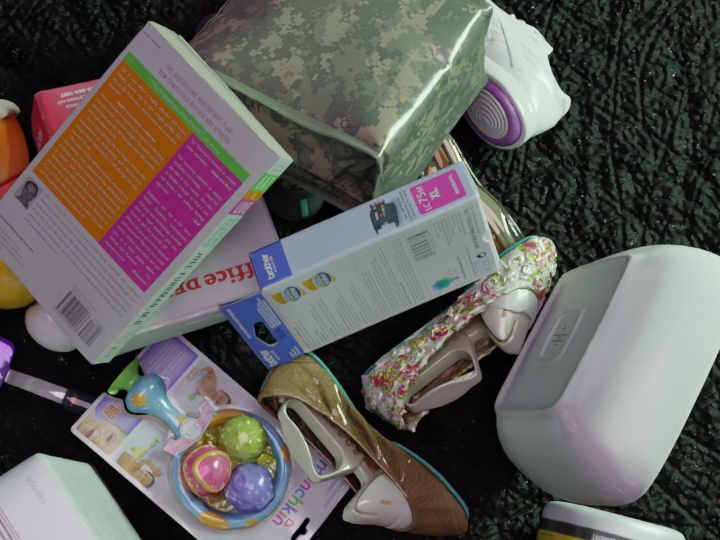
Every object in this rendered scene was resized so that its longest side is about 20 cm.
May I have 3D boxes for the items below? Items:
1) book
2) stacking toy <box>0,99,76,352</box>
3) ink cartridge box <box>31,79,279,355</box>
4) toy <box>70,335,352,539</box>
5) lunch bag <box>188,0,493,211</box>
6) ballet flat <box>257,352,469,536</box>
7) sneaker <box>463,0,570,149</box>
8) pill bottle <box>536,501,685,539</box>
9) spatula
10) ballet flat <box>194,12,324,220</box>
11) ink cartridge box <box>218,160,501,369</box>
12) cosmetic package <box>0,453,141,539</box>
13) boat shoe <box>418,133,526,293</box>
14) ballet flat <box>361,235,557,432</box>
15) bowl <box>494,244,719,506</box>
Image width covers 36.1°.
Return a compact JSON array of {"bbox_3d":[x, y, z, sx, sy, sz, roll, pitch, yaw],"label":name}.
[{"bbox_3d":[-0.160,-0.051,0.769,0.200,0.048,0.134,-45,79,12],"label":"book"},{"bbox_3d":[-0.284,-0.020,0.871,0.146,0.146,0.200,-35,102,-9],"label":"stacking toy"},{"bbox_3d":[-0.158,-0.050,0.870,0.144,0.084,0.201,-17,80,-23],"label":"ink cartridge box"},{"bbox_3d":[-0.113,0.141,0.859,0.200,0.047,0.115,38,67,5],"label":"toy"},{"bbox_3d":[-0.027,-0.153,0.837,0.200,0.118,0.164,29,67,16],"label":"lunch bag"},{"bbox_3d":[-0.006,0.149,0.858,0.200,0.068,0.072,46,48,5],"label":"ballet flat"},{"bbox_3d":[0.103,-0.195,0.950,0.099,0.075,0.200,-24,76,-33],"label":"sneaker"},{"bbox_3d":[0.172,0.284,0.828,0.111,0.111,0.201,14,79,-1],"label":"pill bottle"},{"bbox_3d":[-0.250,0.097,0.884,0.199,0.021,0.057,21,77,0],"label":"spatula"},{"bbox_3d":[-0.083,-0.137,0.916,0.073,0.073,0.201,-24,81,-8],"label":"ballet flat"},{"bbox_3d":[0.000,0.000,0.817,0.199,0.119,0.042,-25,60,2],"label":"ink cartridge box"},{"bbox_3d":[-0.228,0.243,0.765,0.165,0.200,0.165,-35,82,-9],"label":"cosmetic package"},{"bbox_3d":[0.054,-0.069,0.909,0.074,0.076,0.200,-37,82,-6],"label":"boat shoe"},{"bbox_3d":[0.089,0.057,0.876,0.200,0.076,0.064,-41,45,4],"label":"ballet flat"},{"bbox_3d":[0.176,0.067,0.821,0.074,0.200,0.200,32,78,-7],"label":"bowl"}]
